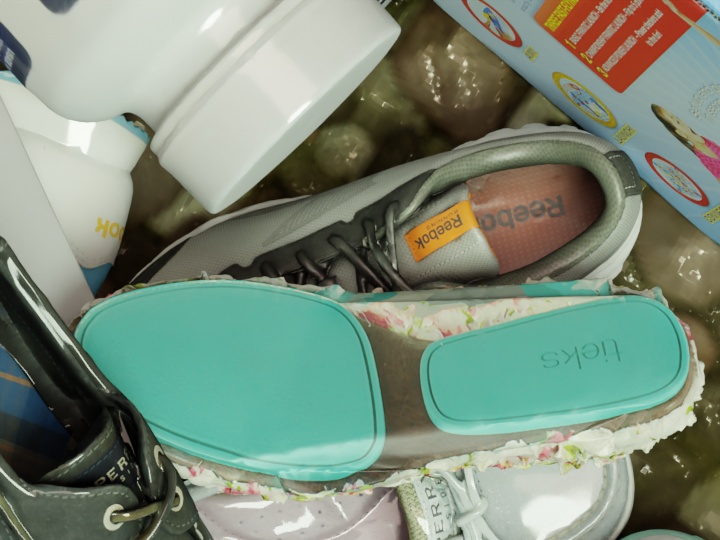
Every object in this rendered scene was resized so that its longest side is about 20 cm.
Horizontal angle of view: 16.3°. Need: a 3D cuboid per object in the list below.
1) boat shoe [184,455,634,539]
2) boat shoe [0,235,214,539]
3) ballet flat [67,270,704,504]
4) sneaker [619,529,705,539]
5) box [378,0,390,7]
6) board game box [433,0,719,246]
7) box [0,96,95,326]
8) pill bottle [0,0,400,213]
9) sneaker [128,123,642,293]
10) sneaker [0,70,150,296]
[{"bbox_3d":[-0.006,0.086,0.816,0.201,0.065,0.075,-9,85,-5],"label":"boat shoe"},{"bbox_3d":[-0.083,0.058,0.688,0.200,0.057,0.069,51,43,-14],"label":"boat shoe"},{"bbox_3d":[0.006,0.041,0.764,0.199,0.064,0.076,2,67,-10],"label":"ballet flat"},{"bbox_3d":[0.057,0.173,0.768,0.077,0.140,0.201,29,92,0],"label":"sneaker"},{"bbox_3d":[-0.009,-0.187,0.851,0.161,0.049,0.200,43,84,-1],"label":"box"},{"bbox_3d":[0.121,-0.063,0.773,0.196,0.200,0.056,41,82,0],"label":"board game box"},{"bbox_3d":[-0.129,0.040,0.719,0.144,0.036,0.201,-24,86,-49],"label":"box"},{"bbox_3d":[-0.084,-0.117,0.765,0.111,0.111,0.200,-43,89,-7],"label":"pill bottle"},{"bbox_3d":[0.000,0.000,0.819,0.199,0.079,0.074,-23,86,-4],"label":"sneaker"},{"bbox_3d":[-0.174,-0.037,0.812,0.199,0.077,0.081,15,85,-1],"label":"sneaker"}]
